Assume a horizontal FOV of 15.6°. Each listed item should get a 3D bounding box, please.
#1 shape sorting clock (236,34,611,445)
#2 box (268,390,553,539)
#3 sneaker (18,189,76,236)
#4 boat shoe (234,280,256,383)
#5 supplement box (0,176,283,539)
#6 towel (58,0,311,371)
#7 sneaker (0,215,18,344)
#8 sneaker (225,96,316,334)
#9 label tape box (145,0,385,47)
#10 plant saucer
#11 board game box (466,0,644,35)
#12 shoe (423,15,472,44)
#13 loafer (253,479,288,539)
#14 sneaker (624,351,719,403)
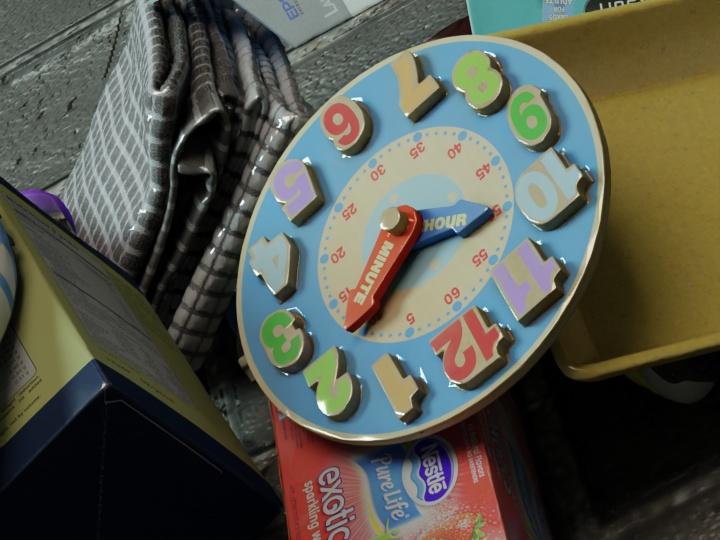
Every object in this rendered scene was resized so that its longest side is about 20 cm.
[{"bbox_3d":[0.024,-0.017,1.187,0.199,0.039,0.202,-15,61,29],"label":"shape sorting clock"},{"bbox_3d":[0.030,0.119,1.193,0.102,0.095,0.201,-26,37,10],"label":"box"},{"bbox_3d":[-0.202,-0.011,1.402,0.069,0.200,0.100,-6,67,-22],"label":"sneaker"},{"bbox_3d":[0.000,0.000,1.284,0.074,0.063,0.200,-8,-12,-38],"label":"boat shoe"},{"bbox_3d":[-0.180,0.092,1.244,0.200,0.134,0.200,-44,43,6],"label":"supplement box"},{"bbox_3d":[-0.107,-0.056,1.434,0.200,0.085,0.166,-109,42,-64],"label":"towel"},{"bbox_3d":[-0.196,0.028,1.150,0.072,0.072,0.201,-26,47,25],"label":"sneaker"},{"bbox_3d":[-0.044,-0.024,1.434,0.105,0.076,0.200,-35,36,0],"label":"sneaker"},{"bbox_3d":[0.000,-0.183,1.434,0.199,0.064,0.144,-25,13,29],"label":"label tape box"},{"bbox_3d":[0.157,-0.038,1.226,0.198,0.049,0.201,-13,54,-9],"label":"plant saucer"},{"bbox_3d":[0.166,-0.163,1.371,0.198,0.047,0.151,-6,20,16],"label":"board game box"},{"bbox_3d":[0.089,-0.097,1.390,0.199,0.071,0.092,-14,47,47],"label":"shoe"},{"bbox_3d":[-0.078,0.133,1.298,0.075,0.070,0.200,-19,39,-20],"label":"loafer"},{"bbox_3d":[0.106,0.013,1.292,0.200,0.075,0.077,45,120,45],"label":"sneaker"}]
